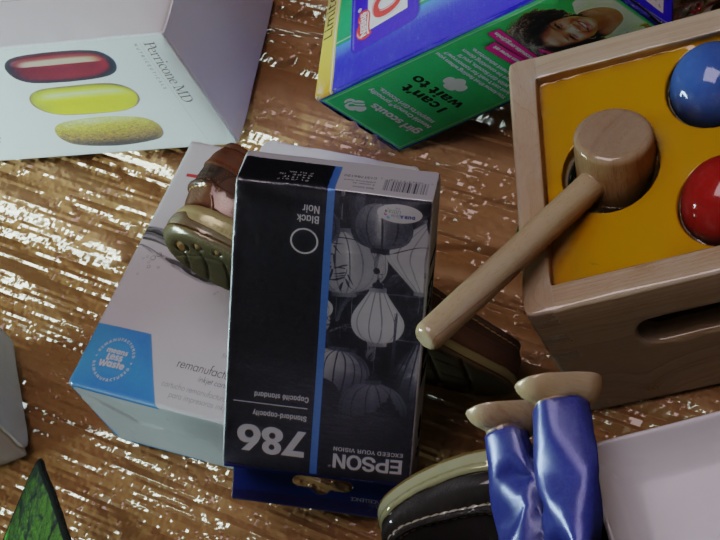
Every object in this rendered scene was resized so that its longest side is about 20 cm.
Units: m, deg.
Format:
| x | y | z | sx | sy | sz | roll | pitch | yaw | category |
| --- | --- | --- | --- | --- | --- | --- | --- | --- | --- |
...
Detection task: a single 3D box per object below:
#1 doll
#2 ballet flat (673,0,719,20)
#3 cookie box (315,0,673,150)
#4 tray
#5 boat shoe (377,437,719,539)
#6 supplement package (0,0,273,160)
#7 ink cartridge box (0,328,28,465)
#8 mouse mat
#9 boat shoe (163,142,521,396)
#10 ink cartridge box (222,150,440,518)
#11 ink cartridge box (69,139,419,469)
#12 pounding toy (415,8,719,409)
| x | y | z | sx | sy | sz | roll | pitch | yaw | category |
| --- | --- | --- | --- | --- | --- | --- | --- | --- | --- |
| 0.096 | 0.149 | 1.156 | 0.136 | 0.048 | 0.202 | -32 | 60 | 50 | doll |
| 0.187 | -0.181 | 1.406 | 0.199 | 0.064 | 0.076 | -31 | 50 | 5 | ballet flat |
| 0.076 | -0.180 | 1.410 | 0.199 | 0.075 | 0.172 | -23 | 49 | 40 | cookie box |
| 0.212 | 0.109 | 1.193 | 0.198 | 0.022 | 0.108 | -14 | 70 | -4 | tray |
| 0.102 | 0.125 | 1.243 | 0.199 | 0.073 | 0.065 | -12 | 50 | 18 | boat shoe |
| -0.169 | -0.144 | 1.519 | 0.199 | 0.114 | 0.110 | -3 | 57 | 24 | supplement package |
| -0.306 | 0.072 | 1.425 | 0.199 | 0.148 | 0.086 | -21 | 54 | 10 | ink cartridge box |
| -0.178 | 0.193 | 1.272 | 0.162 | 0.007 | 0.200 | -67 | 17 | 8 | mouse mat |
| 0.000 | 0.000 | 1.317 | 0.199 | 0.072 | 0.068 | 28 | 71 | -7 | boat shoe |
| -0.016 | 0.043 | 1.267 | 0.099 | 0.201 | 0.039 | 6 | 27 | 5 | ink cartridge box |
| -0.060 | 0.002 | 1.402 | 0.115 | 0.068 | 0.201 | 12 | 65 | 31 | ink cartridge box |
| 0.140 | -0.028 | 1.278 | 0.199 | 0.142 | 0.185 | -13 | 54 | 17 | pounding toy |
